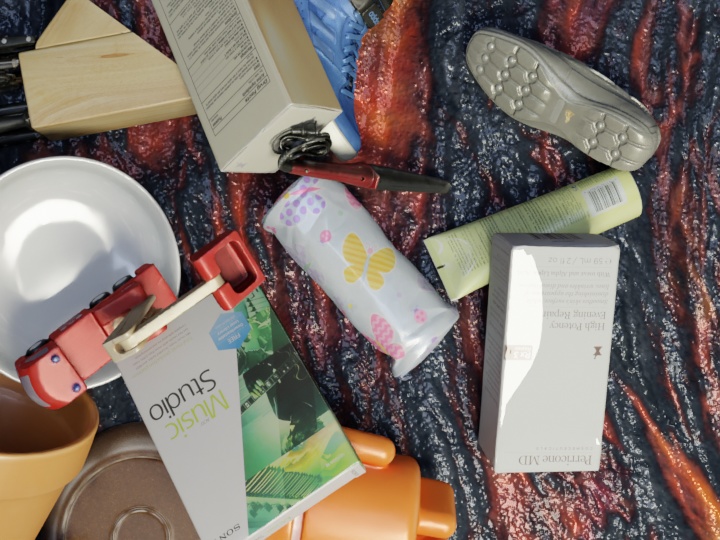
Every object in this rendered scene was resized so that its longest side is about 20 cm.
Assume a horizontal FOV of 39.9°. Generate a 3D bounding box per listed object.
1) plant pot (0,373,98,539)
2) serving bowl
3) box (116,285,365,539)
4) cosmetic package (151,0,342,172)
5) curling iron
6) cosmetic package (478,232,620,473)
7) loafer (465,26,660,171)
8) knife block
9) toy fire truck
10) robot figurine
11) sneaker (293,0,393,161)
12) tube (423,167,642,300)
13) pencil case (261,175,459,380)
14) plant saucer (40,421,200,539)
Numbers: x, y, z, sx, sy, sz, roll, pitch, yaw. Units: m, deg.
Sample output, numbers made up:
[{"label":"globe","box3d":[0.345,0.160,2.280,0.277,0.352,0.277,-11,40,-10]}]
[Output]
[{"label":"plant pot","box3d":[-0.336,0.166,0.837,0.196,0.200,0.143,20,103,0]},{"label":"serving bowl","box3d":[-0.263,0.000,0.884,0.196,0.066,0.205,-3,98,-21]},{"label":"box","box3d":[-0.104,0.119,0.831,0.143,0.036,0.202,-33,67,-2]},{"label":"cosmetic package","box3d":[-0.104,-0.197,0.863,0.105,0.070,0.203,-33,73,36]},{"label":"curling iron","box3d":[0.008,-0.088,0.872,0.197,0.049,0.026,12,51,-40]},{"label":"cosmetic package","box3d":[0.163,0.071,0.873,0.099,0.074,0.205,0,101,-6]},{"label":"loafer","box3d":[0.187,-0.163,0.919,0.199,0.070,0.071,37,128,11]},{"label":"knife block","box3d":[-0.265,-0.150,0.906,0.198,0.064,0.177,35,88,0]},{"label":"toy fire truck","box3d":[-0.184,0.043,0.808,0.199,0.140,0.049,-39,108,-19]},{"label":"robot figurine","box3d":[-0.017,0.215,0.868,0.195,0.145,0.119,9,60,-1]},{"label":"sneaker","box3d":[-0.014,-0.211,0.906,0.109,0.077,0.204,-22,82,7]},{"label":"tube","box3d":[0.160,-0.038,0.917,0.196,0.058,0.053,-23,99,-2]},{"label":"pencil case","box3d":[0.000,0.000,0.892,0.083,0.091,0.201,-41,89,-12]},{"label":"plant saucer","box3d":[-0.198,0.242,0.906,0.195,0.032,0.205,0,87,-2]}]
